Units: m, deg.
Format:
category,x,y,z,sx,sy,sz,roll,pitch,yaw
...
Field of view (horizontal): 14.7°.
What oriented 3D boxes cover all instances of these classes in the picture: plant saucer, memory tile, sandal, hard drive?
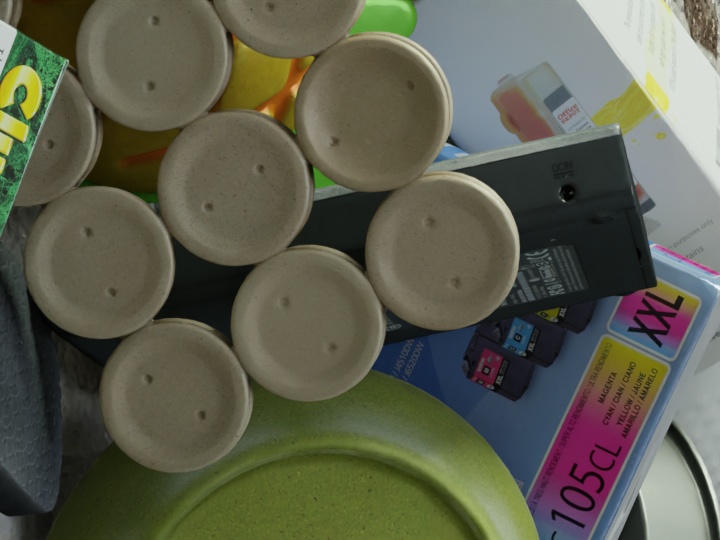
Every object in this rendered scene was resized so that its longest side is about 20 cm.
category,x,y,z,sx,sy,sz,roll,pitch,yaw
plant saucer,-0.019,0.133,0.994,0.031,0.199,0.201,-164,-113,-70
memory tile,-0.053,-0.048,0.895,0.201,0.153,0.017,60,8,-5
sandal,-0.149,0.005,0.877,0.200,0.043,0.076,58,28,-42
hard drive,0.000,0.000,0.976,0.140,0.199,0.033,53,26,-76

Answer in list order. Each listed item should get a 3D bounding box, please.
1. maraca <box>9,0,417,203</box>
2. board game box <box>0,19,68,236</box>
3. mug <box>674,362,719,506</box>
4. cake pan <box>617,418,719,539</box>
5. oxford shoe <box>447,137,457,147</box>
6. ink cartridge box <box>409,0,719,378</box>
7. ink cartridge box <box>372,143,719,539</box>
category,x,y,z,sx,sy,sz,roll,pitch,yaw
maraca,-0.058,-0.083,0.972,0.200,0.107,0.137,35,90,-38
board game box,-0.155,0.011,0.796,0.105,0.023,0.201,31,75,-49
mug,0.104,0.074,1.338,0.200,0.147,0.176,-111,-157,-66
cake pan,0.060,0.134,1.160,0.037,0.200,0.201,24,64,-44
oxford shoe,0.038,-0.042,1.253,0.075,0.058,0.200,-53,-172,40
ink cartridge box,0.099,-0.067,1.179,0.200,0.083,0.145,52,19,-14
ink cartridge box,0.026,0.023,1.085,0.137,0.199,0.076,-65,168,4
